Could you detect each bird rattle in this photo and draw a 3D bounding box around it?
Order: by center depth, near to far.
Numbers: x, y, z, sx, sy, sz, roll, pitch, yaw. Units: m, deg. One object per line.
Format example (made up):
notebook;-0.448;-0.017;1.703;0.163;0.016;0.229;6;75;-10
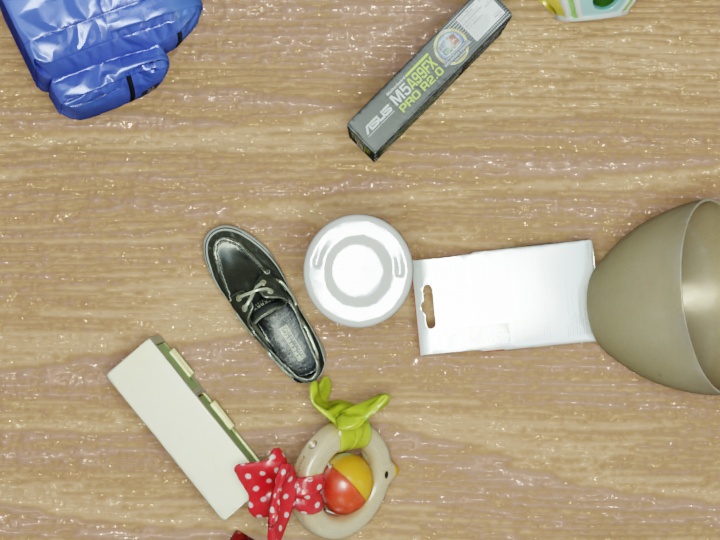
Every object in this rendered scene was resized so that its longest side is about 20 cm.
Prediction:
bird rattle;-0.028;0.217;1.584;0.163;0.112;0.201;53;57;-35

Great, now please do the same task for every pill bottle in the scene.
pill bottle;0.000;0.000;1.557;0.110;0.200;0.113;0;90;2

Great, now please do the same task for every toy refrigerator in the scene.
toy refrigerator;-0.181;0.166;1.624;0.070;0.076;0.201;-40;89;1

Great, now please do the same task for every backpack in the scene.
backpack;-0.263;-0.263;1.586;0.198;0.162;0.169;-27;99;-12

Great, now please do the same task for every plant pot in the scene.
plant pot;0.317;0.034;1.575;0.133;0.199;0.203;-8;90;36

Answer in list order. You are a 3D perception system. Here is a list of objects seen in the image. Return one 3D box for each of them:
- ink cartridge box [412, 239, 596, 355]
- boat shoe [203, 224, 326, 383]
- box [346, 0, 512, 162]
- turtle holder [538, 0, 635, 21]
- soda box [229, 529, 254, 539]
ink cartridge box;0.157;0.030;1.630;0.197;0.050;0.111;-6;91;2
boat shoe;-0.102;0.034;1.627;0.070;0.064;0.201;-37;90;1
box;0.069;-0.202;1.575;0.044;0.160;0.200;45;92;-1
turtle holder;0.225;-0.330;1.576;0.184;0.140;0.133;-16;109;-32
soda box;-0.160;0.388;1.627;0.063;0.070;0.201;29;90;0
